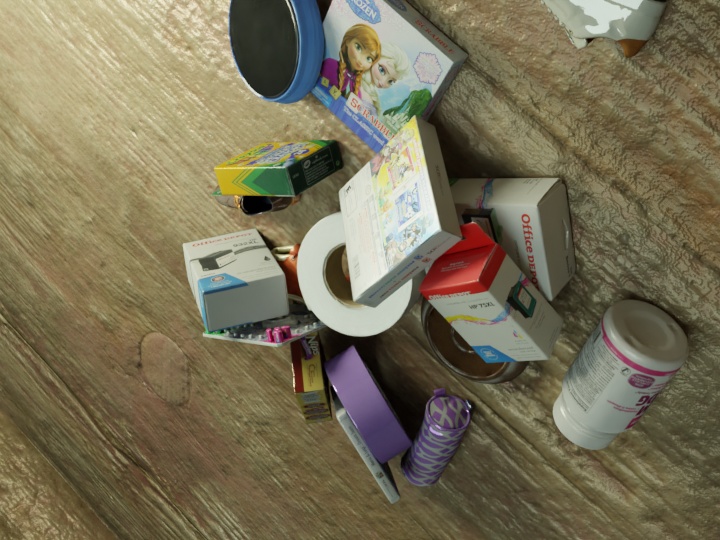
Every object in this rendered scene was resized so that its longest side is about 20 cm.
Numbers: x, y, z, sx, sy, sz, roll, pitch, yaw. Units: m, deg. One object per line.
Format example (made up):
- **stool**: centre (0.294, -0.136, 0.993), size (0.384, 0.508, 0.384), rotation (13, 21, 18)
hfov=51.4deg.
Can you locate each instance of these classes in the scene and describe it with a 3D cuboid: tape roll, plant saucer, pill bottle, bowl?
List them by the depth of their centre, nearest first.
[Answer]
- **pill bottle**: centre (0.343, 0.146, 1.009), size (0.113, 0.113, 0.201), rotation (34, 135, 18)
- **bowl**: centre (-0.132, -0.349, 1.114), size (0.200, 0.039, 0.202), rotation (25, 124, 43)
- **plant saucer**: centre (0.174, 0.101, 1.186), size (0.199, 0.032, 0.202), rotation (21, 127, 29)
- **tape roll**: centre (0.000, 0.000, 1.194), size (0.201, 0.071, 0.205), rotation (6, 107, 22)
- **tape roll**: centre (0.013, 0.231, 1.300), size (0.201, 0.065, 0.200), rotation (59, 179, 2)

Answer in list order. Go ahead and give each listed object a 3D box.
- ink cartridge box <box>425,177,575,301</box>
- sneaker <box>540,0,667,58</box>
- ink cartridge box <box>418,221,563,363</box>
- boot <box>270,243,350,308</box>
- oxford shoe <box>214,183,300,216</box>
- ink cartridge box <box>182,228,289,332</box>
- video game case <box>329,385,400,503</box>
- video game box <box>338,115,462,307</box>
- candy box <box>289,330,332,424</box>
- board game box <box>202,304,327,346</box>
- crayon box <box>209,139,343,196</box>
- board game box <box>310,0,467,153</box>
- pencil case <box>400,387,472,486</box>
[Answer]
- **ink cartridge box**: centre (0.183, -0.047, 1.040), size (0.199, 0.084, 0.146), rotation (5, 122, 38)
- **sneaker**: centre (0.232, -0.299, 0.842), size (0.199, 0.073, 0.085), rotation (32, 131, 19)
- **ink cartridge box**: centre (0.162, 0.034, 0.989), size (0.200, 0.068, 0.116), rotation (45, 149, -22)
- **boot**: centre (-0.085, 0.007, 1.320), size (0.199, 0.075, 0.108), rotation (5, 115, 40)
- **oxford shoe**: centre (-0.201, -0.134, 1.323), size (0.199, 0.073, 0.072), rotation (1, 118, 40)
- **ink cartridge box**: centre (-0.224, 0.012, 1.327), size (0.200, 0.144, 0.084), rotation (-130, 32, -56)
- **video game case**: centre (0.005, 0.305, 1.350), size (0.183, 0.024, 0.200), rotation (59, 178, -8)
- **video game box**: centre (0.047, -0.080, 1.027), size (0.182, 0.047, 0.201), rotation (-42, 44, 40)
- **candy box**: centre (-0.088, 0.195, 1.355), size (0.200, 0.056, 0.118), rotation (81, 180, -63)
- **board game box**: centre (-0.146, 0.084, 1.330), size (0.199, 0.199, 0.026), rotation (3, 106, 39)
- **crayon box**: centre (-0.145, -0.166, 1.215), size (0.199, 0.126, 0.052), rotation (4, 119, 39)
- **board game box**: centre (0.024, -0.284, 1.054), size (0.200, 0.041, 0.200), rotation (43, 137, 10)
- **pencil case**: centre (0.127, 0.298, 1.318), size (0.086, 0.083, 0.201), rotation (56, 144, 36)
